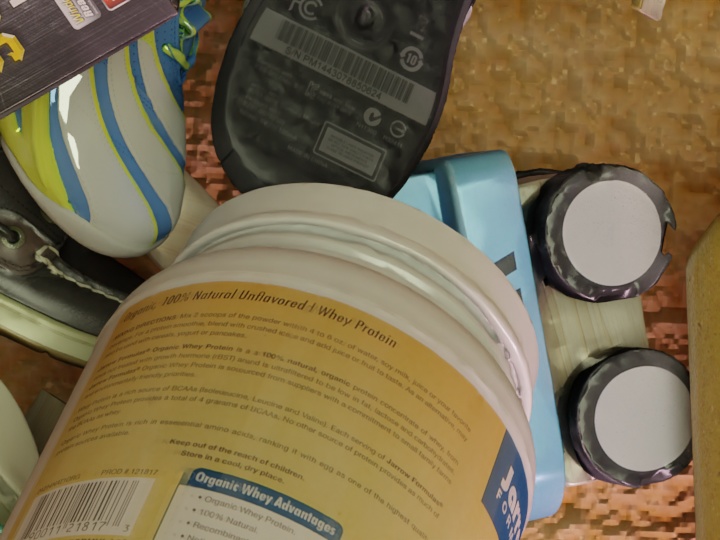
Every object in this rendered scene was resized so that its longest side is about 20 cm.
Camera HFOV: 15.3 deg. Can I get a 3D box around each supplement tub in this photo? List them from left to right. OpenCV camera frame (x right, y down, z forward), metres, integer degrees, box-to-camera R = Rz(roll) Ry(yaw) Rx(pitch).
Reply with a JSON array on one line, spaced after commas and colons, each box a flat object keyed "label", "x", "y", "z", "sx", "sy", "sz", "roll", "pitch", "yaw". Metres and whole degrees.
[{"label": "supplement tub", "x": -0.030, "y": 0.085, "z": 0.792, "sx": 0.144, "sy": 0.145, "sz": 0.200, "roll": 31, "pitch": 48, "yaw": -9}]

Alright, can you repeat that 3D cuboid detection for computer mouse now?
[{"label": "computer mouse", "x": 0.032, "y": -0.096, "z": 0.882, "sx": 0.140, "sy": 0.046, "sz": 0.201, "roll": 20, "pitch": 79, "yaw": -15}]

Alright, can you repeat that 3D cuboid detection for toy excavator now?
[{"label": "toy excavator", "x": 0.000, "y": 0.000, "z": 0.921, "sx": 0.199, "sy": 0.100, "sz": 0.195, "roll": -12, "pitch": 94, "yaw": -13}]

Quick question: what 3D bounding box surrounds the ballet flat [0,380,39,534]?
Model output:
[{"label": "ballet flat", "x": -0.158, "y": 0.035, "z": 0.868, "sx": 0.200, "sy": 0.067, "sz": 0.070, "roll": 46, "pitch": 108, "yaw": 11}]

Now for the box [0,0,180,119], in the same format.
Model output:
[{"label": "box", "x": -0.168, "y": -0.122, "z": 0.752, "sx": 0.158, "sy": 0.048, "sz": 0.200, "roll": -28, "pitch": 115, "yaw": 10}]

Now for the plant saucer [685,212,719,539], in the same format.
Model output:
[{"label": "plant saucer", "x": 0.163, "y": 0.060, "z": 0.936, "sx": 0.048, "sy": 0.200, "sz": 0.201, "roll": -1, "pitch": 92, "yaw": 28}]

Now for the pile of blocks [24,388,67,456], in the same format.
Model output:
[{"label": "pile of blocks", "x": -0.083, "y": 0.118, "z": 0.933, "sx": 0.082, "sy": 0.062, "sz": 0.201, "roll": -9, "pitch": 112, "yaw": -35}]

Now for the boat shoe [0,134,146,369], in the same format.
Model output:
[{"label": "boat shoe", "x": -0.132, "y": -0.019, "z": 0.921, "sx": 0.199, "sy": 0.073, "sz": 0.065, "roll": 24, "pitch": 93, "yaw": -9}]

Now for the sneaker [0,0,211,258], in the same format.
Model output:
[{"label": "sneaker", "x": -0.069, "y": -0.105, "z": 0.823, "sx": 0.105, "sy": 0.076, "sz": 0.201, "roll": -9, "pitch": 99, "yaw": 33}]
